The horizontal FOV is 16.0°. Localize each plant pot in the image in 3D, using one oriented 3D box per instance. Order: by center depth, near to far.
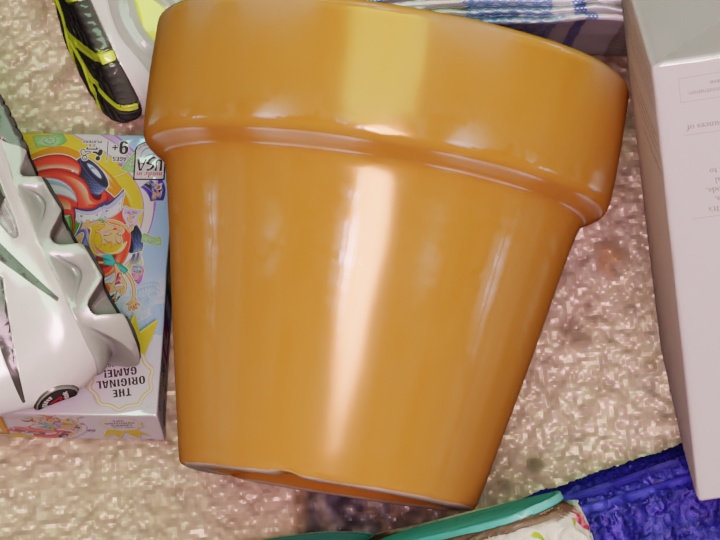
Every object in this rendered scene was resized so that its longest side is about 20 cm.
[{"bbox_3d":[0.000,0.000,1.061,0.199,0.200,0.184,8,83,5],"label":"plant pot"}]

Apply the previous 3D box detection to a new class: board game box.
[{"bbox_3d":[-0.182,0.005,1.134,0.199,0.034,0.135,1,67,2],"label":"board game box"}]

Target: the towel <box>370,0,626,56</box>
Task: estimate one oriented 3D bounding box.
[{"bbox_3d":[0.088,-0.105,1.120,0.199,0.147,0.024,-2,87,-1],"label":"towel"}]

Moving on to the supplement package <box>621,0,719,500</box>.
[{"bbox_3d":[0.176,-0.028,1.027,0.121,0.201,0.120,-8,30,2],"label":"supplement package"}]

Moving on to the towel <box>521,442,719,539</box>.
[{"bbox_3d":[0.170,0.129,1.065,0.199,0.050,0.148,-19,67,-7],"label":"towel"}]

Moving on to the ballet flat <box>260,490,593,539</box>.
[{"bbox_3d":[0.010,0.134,1.022,0.076,0.199,0.064,-22,96,-49],"label":"ballet flat"}]

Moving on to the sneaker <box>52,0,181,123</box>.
[{"bbox_3d":[-0.119,-0.166,1.192,0.076,0.075,0.201,-21,78,-15],"label":"sneaker"}]

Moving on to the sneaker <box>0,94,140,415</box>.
[{"bbox_3d":[-0.178,-0.027,1.089,0.088,0.074,0.200,-27,69,-12],"label":"sneaker"}]
